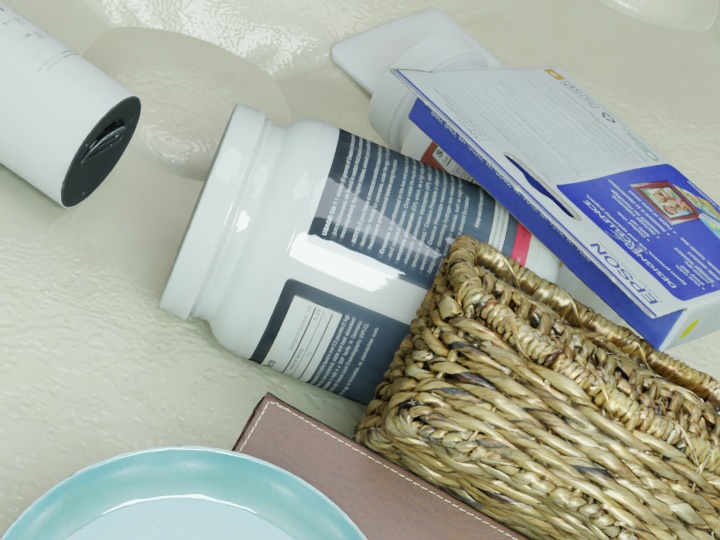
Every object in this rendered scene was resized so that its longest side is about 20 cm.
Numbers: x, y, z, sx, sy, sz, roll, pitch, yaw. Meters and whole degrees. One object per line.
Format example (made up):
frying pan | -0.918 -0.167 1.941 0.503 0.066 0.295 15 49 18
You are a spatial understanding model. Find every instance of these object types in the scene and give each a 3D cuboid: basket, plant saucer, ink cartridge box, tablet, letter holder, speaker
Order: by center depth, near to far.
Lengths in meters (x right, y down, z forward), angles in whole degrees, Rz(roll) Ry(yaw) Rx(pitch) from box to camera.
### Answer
plant saucer | -0.076 0.176 0.898 0.198 0.027 0.202 5 64 -9
letter holder | 0.001 0.181 0.983 0.199 0.101 0.143 28 59 3
basket | 0.116 0.069 1.009 0.199 0.143 0.150 32 70 -3
ink cartridge box | 0.122 -0.038 1.125 0.198 0.047 0.199 45 29 20
speaker | -0.228 -0.123 1.209 0.199 0.082 0.081 34 39 9
tablet | 0.085 -0.109 1.421 0.200 0.014 0.130 44 42 20

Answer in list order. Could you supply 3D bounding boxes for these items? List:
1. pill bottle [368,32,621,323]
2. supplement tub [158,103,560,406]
pill bottle | 0.096 -0.055 1.289 0.112 0.113 0.200 -16 54 -40
supplement tub | 0.000 0.000 1.151 0.199 0.141 0.141 22 39 -6
